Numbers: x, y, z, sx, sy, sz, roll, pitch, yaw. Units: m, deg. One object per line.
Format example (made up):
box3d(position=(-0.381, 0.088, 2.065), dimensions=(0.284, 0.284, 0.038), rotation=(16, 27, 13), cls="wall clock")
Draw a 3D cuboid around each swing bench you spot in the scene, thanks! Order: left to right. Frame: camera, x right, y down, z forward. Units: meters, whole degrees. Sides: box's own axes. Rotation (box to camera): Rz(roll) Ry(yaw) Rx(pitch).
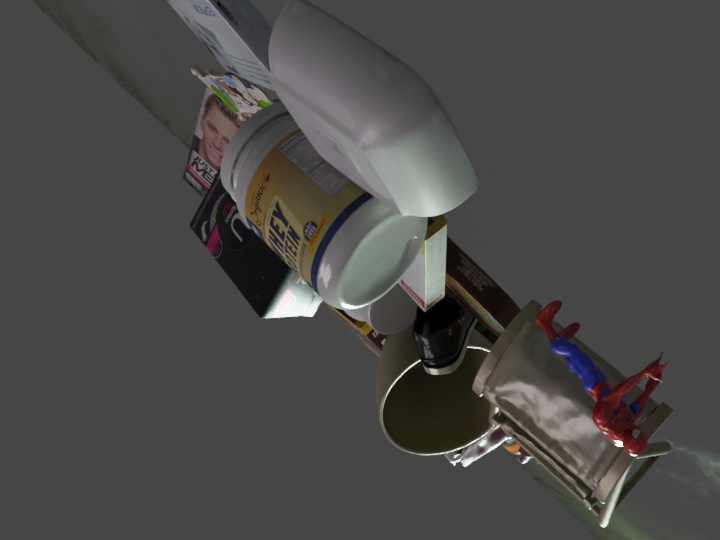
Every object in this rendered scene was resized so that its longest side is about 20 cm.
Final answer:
box3d(position=(0.245, 0.169, 1.221), dimensions=(0.199, 0.130, 0.200), rotation=(40, 174, 27), cls="swing bench")

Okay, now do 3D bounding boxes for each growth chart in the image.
box3d(position=(-0.130, -0.204, 1.306), dimensions=(0.199, 0.018, 0.145), rotation=(30, 173, 41), cls="growth chart")

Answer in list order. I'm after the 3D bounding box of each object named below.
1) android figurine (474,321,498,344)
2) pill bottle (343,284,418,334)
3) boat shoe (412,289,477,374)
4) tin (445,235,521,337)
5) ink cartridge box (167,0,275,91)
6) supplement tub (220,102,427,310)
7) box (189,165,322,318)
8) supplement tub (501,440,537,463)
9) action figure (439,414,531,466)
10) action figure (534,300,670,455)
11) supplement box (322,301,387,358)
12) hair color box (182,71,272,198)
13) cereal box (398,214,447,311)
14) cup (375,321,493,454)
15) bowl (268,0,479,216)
box3d(position=(0.137, 0.058, 1.590), dimensions=(0.182, 0.041, 0.200), rotation=(45, 171, -24), cls="android figurine")
box3d(position=(0.000, 0.000, 1.486), dimensions=(0.200, 0.116, 0.116), rotation=(42, 176, 45), cls="pill bottle")
box3d(position=(0.113, 0.058, 1.399), dimensions=(0.202, 0.073, 0.064), rotation=(-68, -36, -61), cls="boat shoe")
box3d(position=(0.128, 0.010, 1.326), dimensions=(0.200, 0.042, 0.112), rotation=(44, 170, -3), cls="tin")
box3d(position=(-0.131, -0.251, 1.172), dimensions=(0.200, 0.041, 0.199), rotation=(46, 174, -31), cls="ink cartridge box")
box3d(position=(-0.041, -0.071, 1.098), dimensions=(0.200, 0.144, 0.145), rotation=(42, 175, 28), cls="supplement tub")
box3d(position=(-0.127, -0.044, 1.449), dimensions=(0.105, 0.123, 0.200), rotation=(1, -141, -49), cls="box")
box3d(position=(0.254, 0.237, 1.781), dimensions=(0.200, 0.107, 0.107), rotation=(44, 174, -13), cls="supplement tub")
box3d(position=(0.222, 0.219, 1.589), dimensions=(0.149, 0.197, 0.136), rotation=(42, -145, -65), cls="action figure")
box3d(position=(0.249, 0.093, 1.022), dimensions=(0.065, 0.099, 0.201), rotation=(42, -162, -34), cls="action figure")
box3d(position=(0.047, 0.069, 1.842), dimensions=(0.200, 0.133, 0.197), rotation=(46, 174, -37), cls="supplement box")
box3d(position=(-0.190, -0.180, 1.521), dimensions=(0.100, 0.060, 0.201), rotation=(41, 140, 12), cls="hair color box")
box3d(position=(0.043, -0.049, 1.226), dimensions=(0.144, 0.039, 0.201), rotation=(48, 166, 20), cls="cereal box")
box3d(position=(0.103, 0.141, 1.504), dimensions=(0.200, 0.199, 0.144), rotation=(47, -169, -38), cls="cup")
box3d(position=(0.003, -0.135, 0.946), dimensions=(0.199, 0.075, 0.200), rotation=(39, 172, 32), cls="bowl")
